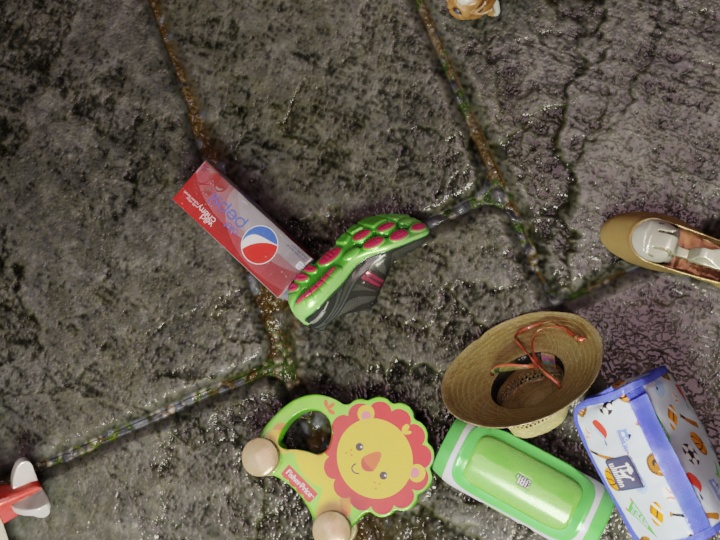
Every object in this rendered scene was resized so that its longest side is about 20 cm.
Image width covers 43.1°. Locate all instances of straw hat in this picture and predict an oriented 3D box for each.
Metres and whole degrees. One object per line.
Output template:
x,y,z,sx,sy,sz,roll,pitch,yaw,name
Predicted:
0.198,0.141,1.049,0.200,0.201,0.085,-18,118,11,straw hat

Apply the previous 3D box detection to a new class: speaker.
0.187,0.245,1.052,0.199,0.088,0.089,26,90,15,speaker

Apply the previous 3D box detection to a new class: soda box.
-0.145,-0.049,1.176,0.200,0.063,0.070,42,93,15,soda box

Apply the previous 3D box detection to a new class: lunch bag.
0.311,0.195,0.969,0.123,0.200,0.171,-26,79,9,lunch bag

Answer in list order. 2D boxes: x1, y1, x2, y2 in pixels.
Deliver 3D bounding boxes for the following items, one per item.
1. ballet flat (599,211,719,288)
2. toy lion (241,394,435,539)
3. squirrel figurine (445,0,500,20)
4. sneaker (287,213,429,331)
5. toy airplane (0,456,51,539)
0.377,-0.026,1.050,0.199,0.063,0.069,18,87,15,ballet flat
-0.016,0.228,1.119,0.200,0.069,0.192,41,87,15,toy lion
0.166,-0.402,1.104,0.141,0.187,0.201,22,51,-1,squirrel figurine
0.000,0.000,1.138,0.200,0.084,0.077,-35,44,-7,sneaker
-0.490,0.325,1.152,0.199,0.141,0.199,31,106,-27,toy airplane
